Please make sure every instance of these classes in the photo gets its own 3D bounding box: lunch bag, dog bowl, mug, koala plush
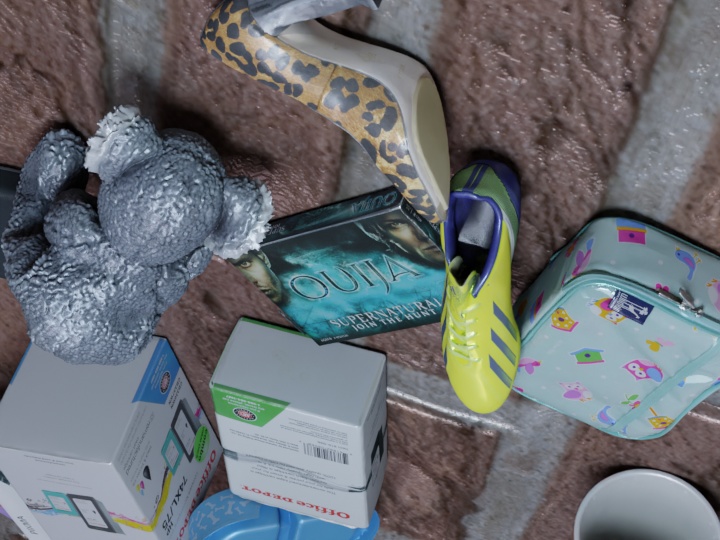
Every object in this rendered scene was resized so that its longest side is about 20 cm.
[{"bbox_3d":[0.206,0.050,1.209,0.160,0.077,0.200,27,147,-7],"label":"lunch bag"},{"bbox_3d":[-0.082,0.257,1.595,0.199,0.050,0.112,-7,138,-21],"label":"dog bowl"},{"bbox_3d":[0.275,0.294,1.467,0.176,0.134,0.200,16,149,11],"label":"mug"},{"bbox_3d":[-0.170,-0.037,1.231,0.177,0.184,0.200,35,132,-21],"label":"koala plush"}]

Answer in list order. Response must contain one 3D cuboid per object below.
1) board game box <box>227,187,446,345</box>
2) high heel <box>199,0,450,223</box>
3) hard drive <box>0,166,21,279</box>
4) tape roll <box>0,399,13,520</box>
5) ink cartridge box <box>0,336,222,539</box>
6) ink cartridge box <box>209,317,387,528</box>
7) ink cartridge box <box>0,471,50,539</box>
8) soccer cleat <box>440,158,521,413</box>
[{"bbox_3d":[0.000,0.000,1.296,0.199,0.028,0.135,-14,133,41],"label":"board game box"},{"bbox_3d":[-0.022,-0.112,1.104,0.142,0.072,0.201,-9,118,28],"label":"high heel"},{"bbox_3d":[-0.335,-0.044,1.412,0.199,0.033,0.140,13,145,13],"label":"hard drive"},{"bbox_3d":[-0.342,0.226,1.759,0.199,0.066,0.201,14,146,10],"label":"tape roll"},{"bbox_3d":[-0.249,0.174,1.565,0.145,0.147,0.200,6,144,20],"label":"ink cartridge box"},{"bbox_3d":[-0.052,0.146,1.477,0.146,0.083,0.201,14,145,11],"label":"ink cartridge box"},{"bbox_3d":[-0.380,0.223,1.681,0.172,0.044,0.200,3,142,23],"label":"ink cartridge box"},{"bbox_3d":[0.081,0.018,1.163,0.064,0.084,0.201,9,113,21],"label":"soccer cleat"}]
